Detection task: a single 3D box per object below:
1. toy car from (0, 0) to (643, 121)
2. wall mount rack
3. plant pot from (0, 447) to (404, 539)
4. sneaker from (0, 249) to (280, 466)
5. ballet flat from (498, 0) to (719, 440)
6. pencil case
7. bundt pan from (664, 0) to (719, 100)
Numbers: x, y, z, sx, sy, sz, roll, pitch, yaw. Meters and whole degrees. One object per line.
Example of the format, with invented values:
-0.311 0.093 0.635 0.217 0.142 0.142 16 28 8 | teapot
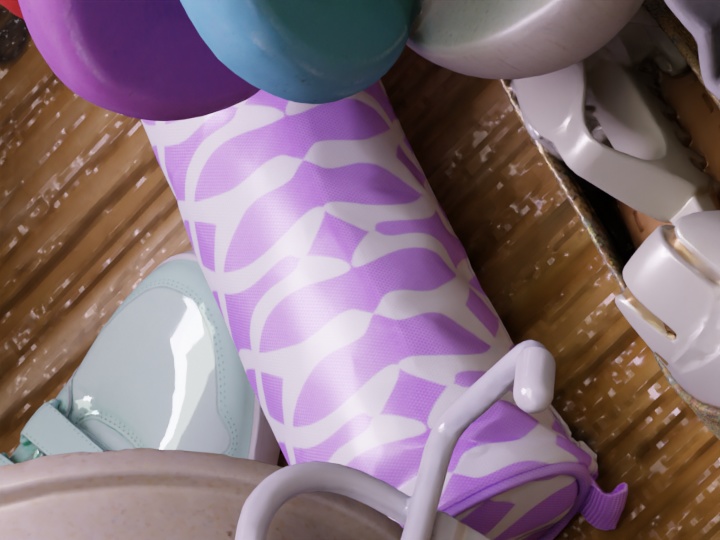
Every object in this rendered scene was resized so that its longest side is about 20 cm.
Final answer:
-0.033 -0.111 0.705 0.150 0.175 0.200 -48 38 -1 | toy car
0.062 0.116 0.655 0.075 0.199 0.174 -43 22 43 | wall mount rack
-0.057 0.180 0.686 0.200 0.200 0.184 -33 42 21 | plant pot
-0.100 0.079 0.811 0.074 0.118 0.201 31 96 32 | sneaker
0.086 -0.016 0.736 0.071 0.071 0.201 -38 58 19 | ballet flat
0.000 0.000 0.790 0.085 0.084 0.201 -21 69 -11 | pencil case
0.160 -0.088 0.614 0.201 0.203 0.076 24 50 31 | bundt pan
